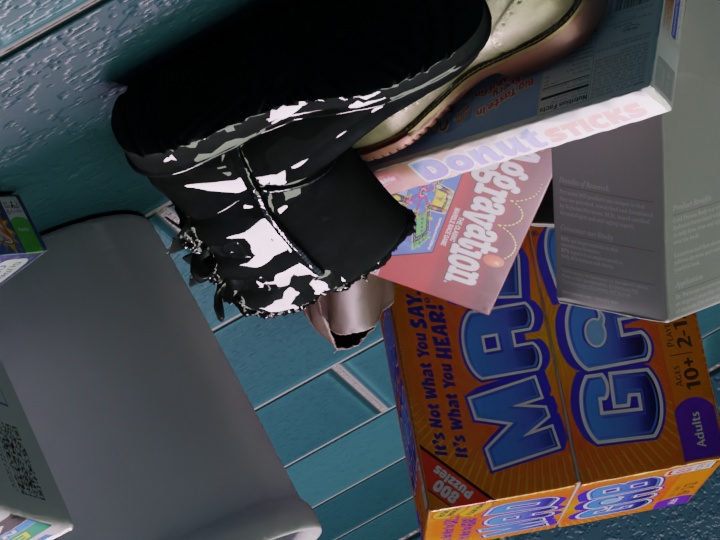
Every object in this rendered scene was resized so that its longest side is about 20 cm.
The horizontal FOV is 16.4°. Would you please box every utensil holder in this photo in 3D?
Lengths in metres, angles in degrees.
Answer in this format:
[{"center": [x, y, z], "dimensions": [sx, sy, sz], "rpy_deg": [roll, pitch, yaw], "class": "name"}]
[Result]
[{"center": [-0.141, 0.094, 1.370], "dimensions": [0.170, 0.200, 0.170], "rpy_deg": [-28, 167, -7], "class": "utensil holder"}]

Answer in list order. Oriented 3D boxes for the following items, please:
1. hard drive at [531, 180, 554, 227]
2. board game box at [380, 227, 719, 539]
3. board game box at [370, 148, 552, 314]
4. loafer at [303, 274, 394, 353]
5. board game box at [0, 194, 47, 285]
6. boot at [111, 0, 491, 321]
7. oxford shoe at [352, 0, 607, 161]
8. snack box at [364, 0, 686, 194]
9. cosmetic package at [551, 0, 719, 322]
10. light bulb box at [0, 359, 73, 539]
[{"center": [0.142, -0.056, 1.546], "dimensions": [0.200, 0.038, 0.140], "rpy_deg": [3, -167, 42], "class": "hard drive"}, {"center": [0.124, 0.068, 1.737], "dimensions": [0.199, 0.201, 0.200], "rpy_deg": [-11, 166, -2], "class": "board game box"}, {"center": [0.049, -0.046, 1.414], "dimensions": [0.200, 0.103, 0.019], "rpy_deg": [109, -1, -58], "class": "board game box"}, {"center": [0.000, 0.000, 1.600], "dimensions": [0.073, 0.071, 0.200], "rpy_deg": [-26, 168, -10], "class": "loafer"}, {"center": [-0.266, 0.031, 1.222], "dimensions": [0.200, 0.035, 0.135], "rpy_deg": [-34, 167, 26], "class": "board game box"}, {"center": [-0.013, -0.056, 1.214], "dimensions": [0.198, 0.074, 0.163], "rpy_deg": [-22, 144, 8], "class": "boot"}, {"center": [0.023, -0.116, 1.246], "dimensions": [0.200, 0.071, 0.074], "rpy_deg": [-29, 137, 28], "class": "oxford shoe"}, {"center": [0.072, -0.090, 1.259], "dimensions": [0.200, 0.072, 0.024], "rpy_deg": [-16, 140, 37], "class": "snack box"}, {"center": [0.161, -0.083, 1.313], "dimensions": [0.107, 0.201, 0.090], "rpy_deg": [-15, -163, -42], "class": "cosmetic package"}, {"center": [-0.224, 0.032, 0.942], "dimensions": [0.125, 0.199, 0.200], "rpy_deg": [-27, 167, 3], "class": "light bulb box"}]
